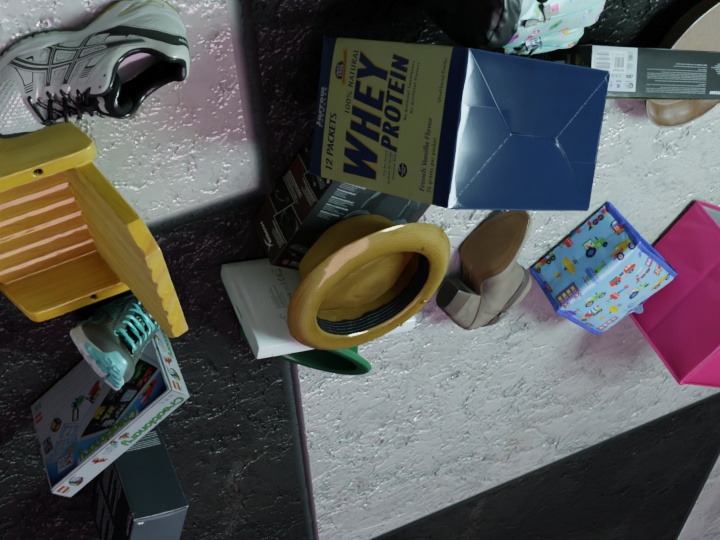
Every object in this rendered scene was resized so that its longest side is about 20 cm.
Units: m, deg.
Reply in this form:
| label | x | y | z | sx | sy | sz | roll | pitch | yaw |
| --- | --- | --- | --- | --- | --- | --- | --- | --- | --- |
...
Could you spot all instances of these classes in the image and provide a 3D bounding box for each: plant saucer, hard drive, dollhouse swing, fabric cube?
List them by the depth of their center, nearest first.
| label | x | y | z | sx | sy | sz | roll | pitch | yaw |
| --- | --- | --- | --- | --- | --- | --- | --- | --- | --- |
| dollhouse swing | -0.283 | -0.009 | 0.968 | 0.180 | 0.177 | 0.201 | -21 | 144 | -11 |
| hard drive | -0.050 | 0.032 | 1.211 | 0.198 | 0.133 | 0.027 | -9 | 139 | -26 |
| plant saucer | 0.417 | -0.262 | 1.245 | 0.199 | 0.035 | 0.201 | -26 | 148 | -17 |
| fabric cube | 0.551 | 0.044 | 1.576 | 0.195 | 0.201 | 0.200 | 10 | 129 | -42 |

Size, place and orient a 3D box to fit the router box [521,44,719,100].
| label | x | y | z | sx | sy | sz | roll | pitch | yaw |
| --- | --- | --- | --- | --- | --- | --- | --- | --- | --- |
| router box | 0.269 | -0.212 | 1.115 | 0.198 | 0.157 | 0.053 | -4 | 101 | -29 |

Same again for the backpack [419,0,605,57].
| label | x | y | z | sx | sy | sz | roll | pitch | yaw |
| --- | --- | --- | --- | --- | --- | --- | --- | --- | --- |
| backpack | 0.149 | -0.279 | 0.972 | 0.198 | 0.168 | 0.127 | -17 | 151 | -36 |

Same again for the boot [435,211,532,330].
| label | x | y | z | sx | sy | sz | roll | pitch | yaw |
| --- | --- | --- | --- | --- | --- | --- | --- | --- | --- |
| boot | 0.191 | 0.002 | 1.405 | 0.200 | 0.071 | 0.145 | -46 | 147 | 24 |

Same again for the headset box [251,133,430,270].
| label | x | y | z | sx | sy | sz | roll | pitch | yaw |
| --- | --- | --- | --- | --- | --- | --- | --- | --- | --- |
| headset box | -0.004 | -0.088 | 1.147 | 0.148 | 0.078 | 0.200 | 12 | 129 | -42 |

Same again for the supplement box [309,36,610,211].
| label | x | y | z | sx | sy | sz | roll | pitch | yaw |
| --- | --- | --- | --- | --- | --- | --- | --- | --- | --- |
| supplement box | 0.091 | -0.140 | 0.982 | 0.198 | 0.199 | 0.136 | -1 | 103 | -40 |

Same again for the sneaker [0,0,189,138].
| label | x | y | z | sx | sy | sz | roll | pitch | yaw |
| --- | --- | --- | --- | --- | --- | --- | --- | --- | --- |
| sneaker | -0.239 | -0.162 | 0.888 | 0.199 | 0.088 | 0.076 | -29 | 146 | 2 |

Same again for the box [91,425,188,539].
| label | x | y | z | sx | sy | sz | roll | pitch | yaw |
| --- | --- | --- | --- | --- | --- | --- | --- | --- | --- |
| box | -0.300 | 0.321 | 1.382 | 0.078 | 0.142 | 0.201 | -7 | 139 | -27 |

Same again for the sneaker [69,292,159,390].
| label | x | y | z | sx | sy | sz | roll | pitch | yaw |
| --- | --- | --- | --- | --- | --- | --- | --- | --- | --- |
| sneaker | -0.254 | 0.062 | 1.098 | 0.091 | 0.200 | 0.078 | -39 | 108 | -7 |

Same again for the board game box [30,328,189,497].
| label | x | y | z | sx | sy | sz | roll | pitch | yaw |
| --- | --- | --- | --- | --- | --- | --- | --- | --- | --- |
| board game box | -0.295 | 0.152 | 1.195 | 0.199 | 0.127 | 0.035 | -39 | 143 | 14 |

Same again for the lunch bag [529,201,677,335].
| label | x | y | z | sx | sy | sz | roll | pitch | yaw |
| --- | --- | --- | --- | --- | --- | --- | --- | --- | --- |
| lunch bag | 0.367 | 0.019 | 1.495 | 0.150 | 0.095 | 0.199 | -41 | 136 | 16 |

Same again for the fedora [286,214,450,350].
| label | x | y | z | sx | sy | sz | roll | pitch | yaw |
| --- | --- | --- | --- | --- | --- | --- | --- | --- | --- |
| fedora | 0.000 | 0.000 | 1.121 | 0.199 | 0.082 | 0.202 | -22 | 143 | -17 |

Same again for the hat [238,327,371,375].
| label | x | y | z | sx | sy | sz | roll | pitch | yaw |
| --- | --- | --- | --- | --- | --- | --- | --- | --- | --- |
| hat | -0.040 | 0.026 | 1.296 | 0.164 | 0.178 | 0.199 | 2 | 160 | 39 |
